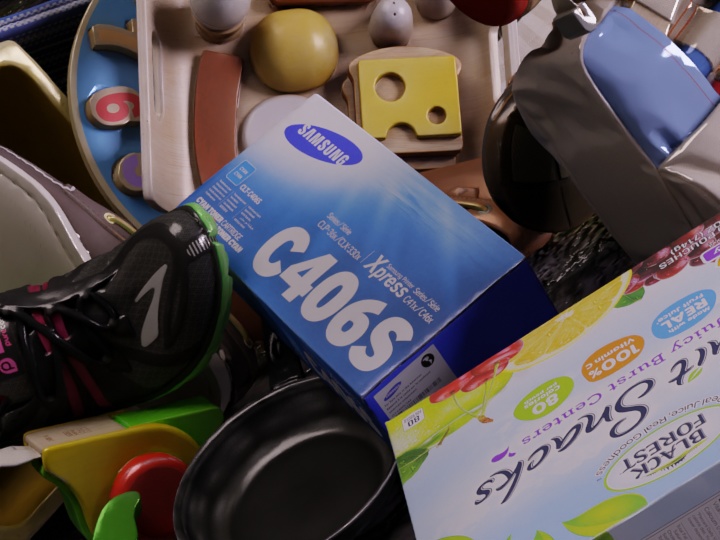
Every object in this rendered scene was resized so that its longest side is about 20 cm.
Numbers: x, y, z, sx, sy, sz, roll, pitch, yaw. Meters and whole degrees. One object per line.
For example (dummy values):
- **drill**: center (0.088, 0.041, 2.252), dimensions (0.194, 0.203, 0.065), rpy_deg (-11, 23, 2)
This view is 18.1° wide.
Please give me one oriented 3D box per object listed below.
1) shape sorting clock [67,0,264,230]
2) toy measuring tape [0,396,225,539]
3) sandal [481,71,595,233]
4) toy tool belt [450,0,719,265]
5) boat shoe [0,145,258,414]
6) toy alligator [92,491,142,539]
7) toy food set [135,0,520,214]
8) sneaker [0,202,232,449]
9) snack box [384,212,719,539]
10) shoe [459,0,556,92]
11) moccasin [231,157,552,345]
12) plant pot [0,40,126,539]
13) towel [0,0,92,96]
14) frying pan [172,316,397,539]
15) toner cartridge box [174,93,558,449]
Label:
- **shape sorting clock**: center (-0.061, -0.091, 1.227), dimensions (0.200, 0.200, 0.039), rpy_deg (-49, 8, -31)
- **toy measuring tape**: center (-0.138, 0.109, 1.049), dimensions (0.198, 0.074, 0.073), rpy_deg (-12, 14, -21)
- **sandal**: center (0.096, -0.076, 1.069), dimensions (0.054, 0.082, 0.200), rpy_deg (8, 26, 24)
- **toy tool belt**: center (0.128, -0.094, 0.947), dimensions (0.123, 0.200, 0.125), rpy_deg (-45, 13, -25)
- **boat shoe**: center (-0.136, 0.001, 1.136), dimensions (0.072, 0.200, 0.059), rpy_deg (-55, -8, 30)
- **toy alligator**: center (-0.133, 0.184, 0.968), dimensions (0.054, 0.059, 0.201), rpy_deg (25, 60, 15)
- **toy food set**: center (-0.016, -0.107, 1.175), dimensions (0.198, 0.145, 0.060), rpy_deg (-3, -16, -4)
- **sneaker**: center (-0.139, 0.036, 1.061), dimensions (0.199, 0.077, 0.084), rpy_deg (-34, -17, 27)
- **snack box**: center (0.116, 0.061, 0.825), dimensions (0.199, 0.068, 0.169), rpy_deg (-33, 21, 8)
- **shoe**: center (0.097, -0.143, 1.290), dimensions (0.070, 0.054, 0.200), rpy_deg (-20, 26, 33)
- **moccasin**: center (0.001, 0.002, 1.122), dimensions (0.200, 0.074, 0.078), rpy_deg (-11, 23, 29)
- **plant pot**: center (-0.225, 0.027, 1.245), dimensions (0.196, 0.194, 0.200), rpy_deg (-47, 13, -27)
- **towel**: center (-0.193, -0.115, 1.309), dimensions (0.144, 0.024, 0.200), rpy_deg (-24, -10, -23)
- **frying pan**: center (-0.044, 0.077, 1.033), dimensions (0.115, 0.031, 0.190), rpy_deg (-35, 33, -5)
- **toner cartridge box**: center (-0.002, -0.004, 1.036), dimensions (0.095, 0.043, 0.200), rpy_deg (-39, 38, -8)
